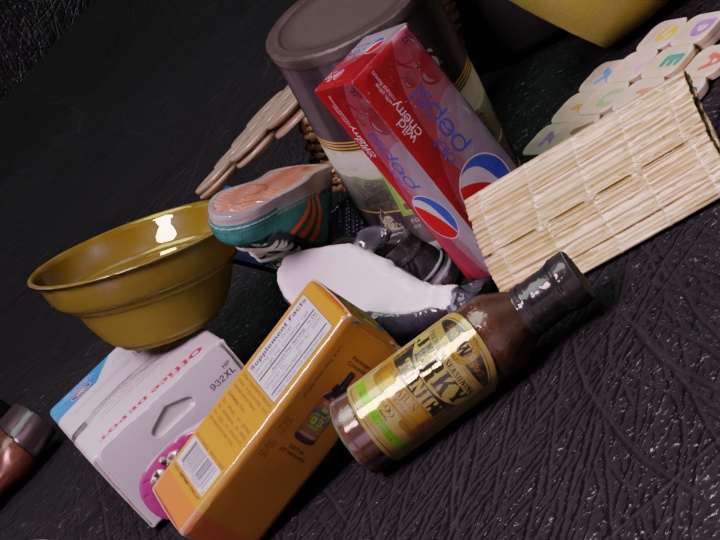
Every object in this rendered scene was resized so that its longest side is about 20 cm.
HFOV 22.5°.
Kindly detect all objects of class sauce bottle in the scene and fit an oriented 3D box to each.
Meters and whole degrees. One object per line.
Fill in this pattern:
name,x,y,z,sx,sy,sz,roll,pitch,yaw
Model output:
sauce bottle,0.070,0.060,1.249,0.199,0.065,0.065,-39,19,12

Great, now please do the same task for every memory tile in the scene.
memory tile,-0.071,-0.143,1.639,0.153,0.017,0.200,-40,11,30

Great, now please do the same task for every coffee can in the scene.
coffee can,0.031,-0.135,1.498,0.145,0.201,0.147,-22,29,13

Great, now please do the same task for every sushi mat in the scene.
sushi mat,0.168,-0.054,1.295,0.199,0.096,0.012,-30,-18,28

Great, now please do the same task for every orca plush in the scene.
orca plush,0.026,0.024,1.401,0.198,0.071,0.106,-7,56,35

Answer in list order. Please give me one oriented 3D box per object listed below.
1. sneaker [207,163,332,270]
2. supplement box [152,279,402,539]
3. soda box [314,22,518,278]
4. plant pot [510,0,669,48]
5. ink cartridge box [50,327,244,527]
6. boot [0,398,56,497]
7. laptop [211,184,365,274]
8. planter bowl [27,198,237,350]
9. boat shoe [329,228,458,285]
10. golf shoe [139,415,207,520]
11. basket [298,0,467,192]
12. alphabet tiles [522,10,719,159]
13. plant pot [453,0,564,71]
sneaker,-0.064,-0.035,1.468,0.071,0.081,0.200,-3,11,20
supplement box,-0.060,0.109,1.311,0.200,0.066,0.069,-51,39,6
soda box,0.059,-0.087,1.381,0.070,0.200,0.063,-47,20,-22
plant pot,0.203,-0.281,1.589,0.143,0.198,0.200,-64,16,12
ink cartridge box,-0.172,0.120,1.552,0.145,0.084,0.200,-43,19,-10
boot,-0.401,0.226,1.833,0.201,0.068,0.188,-55,30,-15
laptop,-0.033,-0.071,1.669,0.199,0.103,0.178,-36,20,14
planter bowl,-0.173,0.012,1.529,0.198,0.084,0.201,-19,13,5
boat shoe,0.000,0.000,1.502,0.199,0.071,0.072,-18,30,50
golf shoe,-0.081,0.125,1.406,0.199,0.076,0.092,-31,11,8
basket,0.011,-0.182,1.682,0.141,0.150,0.200,-4,30,22
alphabet tiles,0.215,-0.139,1.479,0.200,0.015,0.195,-47,20,-17
plant pot,0.152,-0.328,1.754,0.200,0.201,0.177,-48,27,-21
